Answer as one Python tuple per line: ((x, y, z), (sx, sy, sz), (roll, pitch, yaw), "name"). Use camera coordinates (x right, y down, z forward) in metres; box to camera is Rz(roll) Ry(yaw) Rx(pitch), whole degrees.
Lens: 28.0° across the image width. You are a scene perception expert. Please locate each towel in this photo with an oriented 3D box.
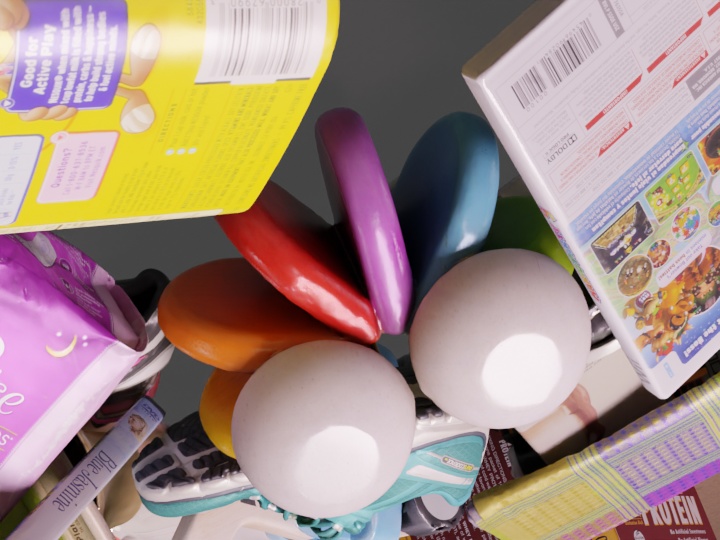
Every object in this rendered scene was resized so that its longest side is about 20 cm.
((0.165, 0.119, 0.882), (0.198, 0.023, 0.144), (-30, 150, 12), "towel")

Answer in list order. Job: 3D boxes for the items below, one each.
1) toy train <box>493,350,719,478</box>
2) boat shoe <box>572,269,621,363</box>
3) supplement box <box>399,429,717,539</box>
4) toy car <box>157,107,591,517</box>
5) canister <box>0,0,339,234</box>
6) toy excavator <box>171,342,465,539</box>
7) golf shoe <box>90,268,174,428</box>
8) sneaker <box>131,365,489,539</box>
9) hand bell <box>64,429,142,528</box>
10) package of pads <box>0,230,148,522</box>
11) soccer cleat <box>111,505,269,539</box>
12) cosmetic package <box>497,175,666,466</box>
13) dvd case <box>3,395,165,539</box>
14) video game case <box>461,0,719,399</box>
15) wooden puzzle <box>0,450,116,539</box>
((0.177, 0.079, 0.969), (0.198, 0.115, 0.085), (-27, 153, 14), "toy train")
((0.151, -0.042, 0.692), (0.200, 0.074, 0.060), (-46, 117, 6), "boat shoe")
((0.147, 0.210, 1.109), (0.132, 0.199, 0.200), (9, 142, -45), "supplement box")
((0.000, 0.000, 0.672), (0.198, 0.175, 0.151), (-26, 116, 0), "toy car")
((-0.121, -0.071, 0.500), (0.198, 0.087, 0.149), (-6, 152, -29), "canister")
((-0.040, 0.126, 0.834), (0.198, 0.197, 0.099), (18, 153, -38), "toy excavator")
((-0.182, 0.037, 0.691), (0.198, 0.073, 0.092), (-12, 147, -32), "golf shoe")
((-0.020, 0.107, 0.755), (0.197, 0.077, 0.081), (-5, 111, -22), "sneaker")
((-0.130, 0.125, 0.900), (0.104, 0.105, 0.199), (-35, 162, 29), "hand bell")
((-0.195, 0.063, 0.611), (0.200, 0.076, 0.120), (-49, 124, 5), "package of pads")
((-0.136, 0.159, 0.972), (0.199, 0.078, 0.069), (30, 155, -35), "soccer cleat")
((0.108, 0.042, 0.847), (0.087, 0.104, 0.200), (-36, 151, 4), "cosmetic package")
((-0.166, 0.141, 0.656), (0.143, 0.018, 0.200), (-47, -177, 18), "dvd case")
((0.141, -0.056, 0.628), (0.143, 0.018, 0.201), (-41, 124, -8), "video game case")
((-0.220, 0.169, 0.797), (0.198, 0.186, 0.037), (-24, -168, 22), "wooden puzzle")
